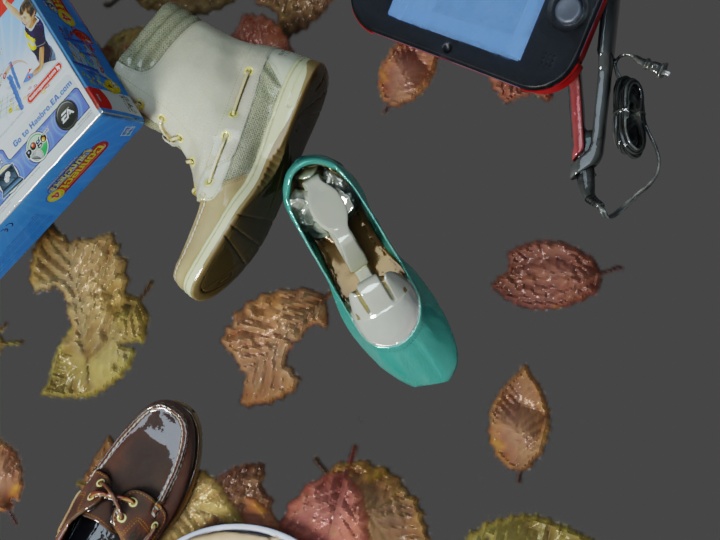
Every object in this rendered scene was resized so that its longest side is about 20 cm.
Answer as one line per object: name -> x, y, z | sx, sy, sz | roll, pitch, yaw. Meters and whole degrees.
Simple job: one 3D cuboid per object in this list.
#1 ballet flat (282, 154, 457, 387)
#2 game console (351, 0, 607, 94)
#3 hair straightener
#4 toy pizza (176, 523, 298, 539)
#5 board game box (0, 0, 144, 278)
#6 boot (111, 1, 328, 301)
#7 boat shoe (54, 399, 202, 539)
ballet flat -> 0.000, 0.000, 1.200 | 0.067, 0.070, 0.201 | -34, 76, 8
game console -> 0.098, -0.235, 1.199 | 0.198, 0.031, 0.179 | 25, 97, 28
hair straightener -> 0.184, -0.136, 1.181 | 0.076, 0.041, 0.203 | -3, 78, 14
toy pizza -> -0.092, 0.288, 1.200 | 0.197, 0.032, 0.203 | -1, 85, 12
board game box -> -0.288, -0.126, 1.267 | 0.200, 0.056, 0.197 | -42, 68, 22
boot -> -0.130, -0.092, 1.247 | 0.153, 0.072, 0.202 | 24, 84, 16
boat shoe -> -0.183, 0.189, 1.226 | 0.070, 0.070, 0.202 | 25, 89, 17
